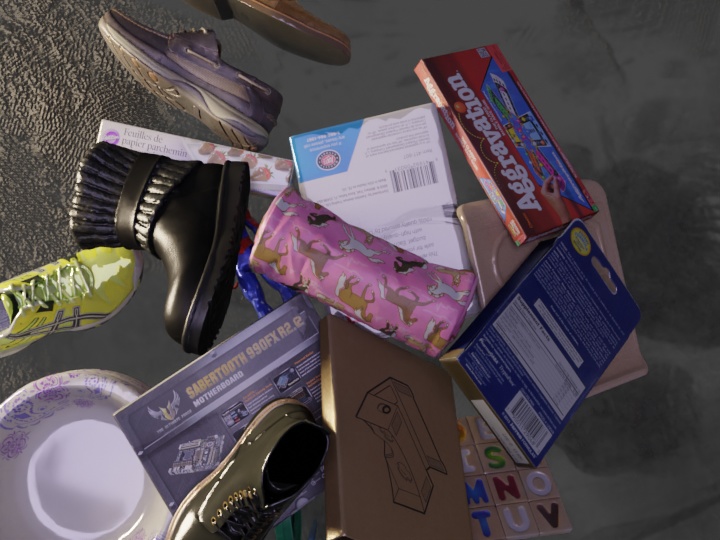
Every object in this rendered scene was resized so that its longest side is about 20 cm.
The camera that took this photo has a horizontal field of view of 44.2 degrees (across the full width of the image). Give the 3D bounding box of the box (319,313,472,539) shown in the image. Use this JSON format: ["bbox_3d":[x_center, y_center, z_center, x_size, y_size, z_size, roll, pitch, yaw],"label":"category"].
[{"bbox_3d":[0.031,0.152,0.758,0.021,0.162,0.203,-33,43,33],"label":"box"}]

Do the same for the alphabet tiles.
[{"bbox_3d":[0.088,0.206,0.815,0.196,0.008,0.169,-3,44,-12],"label":"alphabet tiles"}]

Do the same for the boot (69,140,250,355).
[{"bbox_3d":[-0.188,-0.023,0.794,0.154,0.080,0.214,6,49,-2],"label":"boot"}]

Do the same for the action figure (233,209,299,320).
[{"bbox_3d":[-0.104,-0.004,0.865,0.065,0.052,0.201,-36,75,-3],"label":"action figure"}]

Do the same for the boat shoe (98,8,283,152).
[{"bbox_3d":[-0.164,-0.198,0.878,0.198,0.074,0.074,35,78,-7],"label":"boat shoe"}]

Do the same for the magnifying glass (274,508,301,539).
[{"bbox_3d":[-0.073,0.166,0.859,0.022,0.080,0.204,-6,77,3],"label":"magnifying glass"}]

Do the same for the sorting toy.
[{"bbox_3d":[0.182,0.022,0.848,0.182,0.036,0.204,-13,86,-31],"label":"sorting toy"}]

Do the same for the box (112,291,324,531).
[{"bbox_3d":[-0.094,0.139,0.785,0.198,0.048,0.160,-33,91,-15],"label":"box"}]

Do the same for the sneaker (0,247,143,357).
[{"bbox_3d":[-0.302,0.031,0.859,0.198,0.076,0.076,-29,86,-2],"label":"sneaker"}]

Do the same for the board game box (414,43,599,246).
[{"bbox_3d":[0.139,-0.125,0.847,0.102,0.019,0.202,-19,72,-31],"label":"board game box"}]

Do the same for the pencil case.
[{"bbox_3d":[0.000,0.000,0.769,0.197,0.087,0.084,24,87,1],"label":"pencil case"}]

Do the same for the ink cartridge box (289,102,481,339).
[{"bbox_3d":[0.023,-0.041,0.856,0.143,0.084,0.204,-12,88,0],"label":"ink cartridge box"}]

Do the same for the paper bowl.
[{"bbox_3d":[-0.255,0.195,0.835,0.196,0.104,0.205,0,86,-2],"label":"paper bowl"}]

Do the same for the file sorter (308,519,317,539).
[{"bbox_3d":[0.034,0.314,0.816,0.196,0.139,0.125,9,83,1],"label":"file sorter"}]

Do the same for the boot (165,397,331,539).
[{"bbox_3d":[-0.095,0.191,0.683,0.077,0.138,0.202,29,80,-9],"label":"boot"}]

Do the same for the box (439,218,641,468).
[{"bbox_3d":[0.167,0.059,0.790,0.200,0.032,0.122,-44,103,-28],"label":"box"}]

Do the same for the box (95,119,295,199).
[{"bbox_3d":[-0.162,-0.108,0.883,0.196,0.041,0.039,12,87,0],"label":"box"}]

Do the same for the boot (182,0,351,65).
[{"bbox_3d":[-0.088,-0.272,0.879,0.198,0.074,0.076,28,78,4],"label":"boot"}]
